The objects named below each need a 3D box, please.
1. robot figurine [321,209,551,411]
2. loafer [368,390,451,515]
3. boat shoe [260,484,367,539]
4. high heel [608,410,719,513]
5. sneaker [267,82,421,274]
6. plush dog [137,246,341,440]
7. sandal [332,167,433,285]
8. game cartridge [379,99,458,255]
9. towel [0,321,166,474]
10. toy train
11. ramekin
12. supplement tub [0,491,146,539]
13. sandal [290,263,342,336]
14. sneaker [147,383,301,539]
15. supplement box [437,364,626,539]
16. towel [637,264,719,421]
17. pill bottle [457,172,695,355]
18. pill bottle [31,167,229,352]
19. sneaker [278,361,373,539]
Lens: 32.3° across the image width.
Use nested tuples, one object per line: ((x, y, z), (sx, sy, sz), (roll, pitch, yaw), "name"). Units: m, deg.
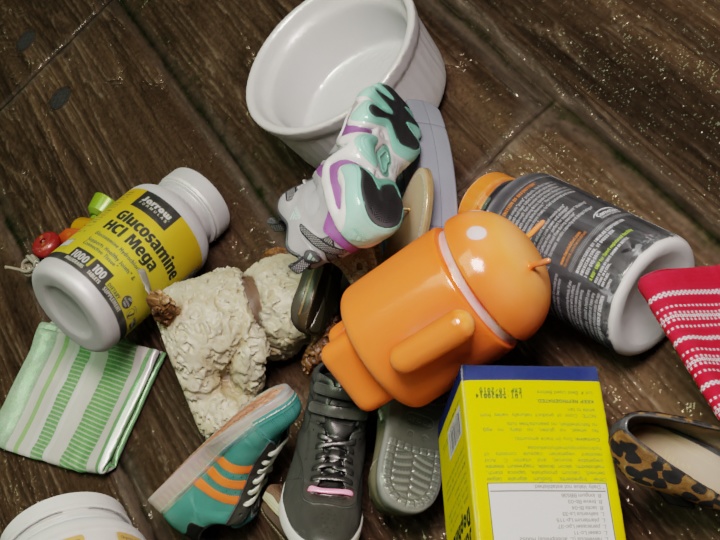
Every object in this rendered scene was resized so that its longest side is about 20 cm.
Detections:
((0.065, 0.029, 0.980), (0.200, 0.144, 0.117), (-34, 63, 18), "robot figurine")
((0.042, 0.123, 1.067), (0.070, 0.075, 0.200), (-52, 14, 53), "loafer")
((-0.027, 0.253, 1.043), (0.202, 0.075, 0.075), (30, 96, 47), "boat shoe")
((0.276, 0.136, 0.853), (0.200, 0.143, 0.072), (-4, 61, 33), "high heel")
((-0.025, -0.076, 1.084), (0.140, 0.078, 0.200), (-30, 26, 32), "sneaker")
((-0.105, 0.042, 1.192), (0.172, 0.161, 0.200), (-21, 49, -7), "plush dog")
((0.001, 0.003, 1.100), (0.078, 0.070, 0.212), (-108, 31, -56), "sandal")
((0.048, -0.053, 1.150), (0.133, 0.041, 0.200), (115, 156, -53), "game cartridge")
((-0.310, 0.136, 1.343), (0.200, 0.023, 0.153), (8, 69, 38), "towel")
((-0.319, -0.041, 1.424), (0.200, 0.085, 0.116), (8, 58, 38), "toy train")
((-0.009, -0.195, 1.277), (0.200, 0.098, 0.201), (-19, 50, 24), "ramekin")
((-0.242, 0.313, 1.105), (0.145, 0.145, 0.200), (-38, 48, 9), "supplement tub")
((-0.037, -0.028, 1.158), (0.054, 0.082, 0.200), (6, 59, 20), "sandal")
((-0.106, 0.178, 1.119), (0.200, 0.080, 0.071), (-43, 2, 33), "sneaker")
((0.125, 0.182, 0.927), (0.109, 0.110, 0.200), (2, 57, -6), "supplement box")
((0.302, 0.064, 0.894), (0.144, 0.023, 0.200), (-5, 43, -17), "towel")
((0.171, -0.017, 1.044), (0.200, 0.106, 0.106), (33, 84, 43), "pill bottle")
((-0.232, -0.017, 1.288), (0.112, 0.113, 0.200), (14, 47, 39), "pill bottle")
((-0.025, 0.147, 1.039), (0.071, 0.099, 0.200), (10, 30, -3), "sneaker")
